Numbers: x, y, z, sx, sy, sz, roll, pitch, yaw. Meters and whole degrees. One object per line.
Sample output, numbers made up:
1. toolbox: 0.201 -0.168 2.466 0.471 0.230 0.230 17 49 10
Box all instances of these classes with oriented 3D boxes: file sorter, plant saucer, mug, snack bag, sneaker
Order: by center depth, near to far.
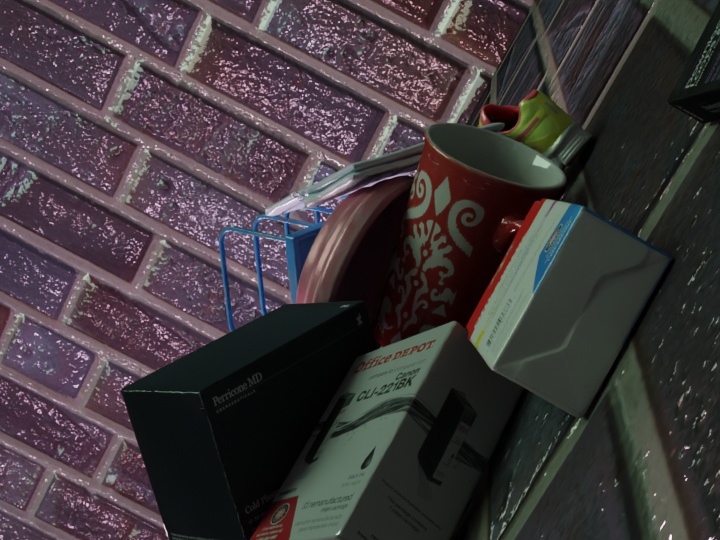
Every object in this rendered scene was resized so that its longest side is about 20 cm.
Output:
1. mug: 0.088 -0.008 1.191 0.178 0.133 0.200 -86 14 -66
2. plant saucer: 0.000 0.000 1.253 0.201 0.051 0.201 -49 -27 -36
3. snack bag: 0.018 -0.094 1.307 0.188 0.021 0.200 -20 0 -33
4. sneaker: 0.144 -0.127 1.347 0.200 0.090 0.078 -28 17 51
5. file sorter: -0.033 -0.005 1.384 0.200 0.123 0.139 -23 -64 -42

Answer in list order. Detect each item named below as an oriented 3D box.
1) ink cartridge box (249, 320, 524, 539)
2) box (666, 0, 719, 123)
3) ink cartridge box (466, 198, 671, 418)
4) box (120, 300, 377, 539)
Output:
1. ink cartridge box: 0.020 0.149 1.009 0.144 0.084 0.200 -25 27 54
2. box: 0.251 -0.161 0.784 0.143 0.036 0.200 -62 1 1
3. ink cartridge box: 0.132 0.018 0.896 0.116 0.067 0.200 -61 3 4
4. box: -0.070 0.143 1.104 0.104 0.183 0.200 -2 17 43
